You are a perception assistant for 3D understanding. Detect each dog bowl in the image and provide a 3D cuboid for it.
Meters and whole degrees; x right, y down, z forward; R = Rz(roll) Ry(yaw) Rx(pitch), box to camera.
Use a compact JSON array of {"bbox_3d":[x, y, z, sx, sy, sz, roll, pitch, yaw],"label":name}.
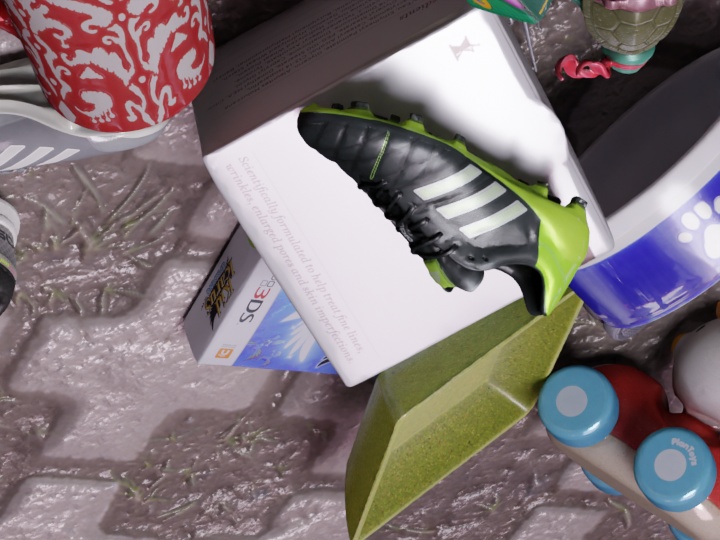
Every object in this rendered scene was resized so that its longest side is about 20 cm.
[{"bbox_3d":[0.212,-0.057,1.584,0.200,0.200,0.079,-39,103,20],"label":"dog bowl"}]

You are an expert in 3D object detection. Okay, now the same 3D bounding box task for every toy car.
[{"bbox_3d":[0.263,0.095,1.866,0.200,0.176,0.184,-54,154,-6],"label":"toy car"}]

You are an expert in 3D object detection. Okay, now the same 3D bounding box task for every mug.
[{"bbox_3d":[-0.166,-0.189,1.338,0.134,0.177,0.200,-51,154,-23],"label":"mug"}]

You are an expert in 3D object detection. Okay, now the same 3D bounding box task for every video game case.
[{"bbox_3d":[0.000,0.000,1.677,0.199,0.046,0.182,6,135,-32],"label":"video game case"}]

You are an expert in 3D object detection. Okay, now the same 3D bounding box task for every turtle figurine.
[{"bbox_3d":[0.170,-0.197,1.493,0.149,0.101,0.201,-11,135,-14],"label":"turtle figurine"}]

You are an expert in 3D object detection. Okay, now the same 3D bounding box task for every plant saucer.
[{"bbox_3d":[0.066,0.091,1.742,0.199,0.048,0.200,-34,159,-29],"label":"plant saucer"}]

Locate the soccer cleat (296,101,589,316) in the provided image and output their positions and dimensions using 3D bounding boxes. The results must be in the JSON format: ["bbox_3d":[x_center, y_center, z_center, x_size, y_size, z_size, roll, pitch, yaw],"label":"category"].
[{"bbox_3d":[0.046,-0.036,1.386,0.199,0.067,0.081,25,81,-21],"label":"soccer cleat"}]

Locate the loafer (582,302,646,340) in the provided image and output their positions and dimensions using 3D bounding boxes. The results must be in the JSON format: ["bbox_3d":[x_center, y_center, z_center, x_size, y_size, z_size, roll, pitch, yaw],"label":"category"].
[{"bbox_3d":[0.232,-0.042,1.728,0.200,0.063,0.072,-50,156,6],"label":"loafer"}]

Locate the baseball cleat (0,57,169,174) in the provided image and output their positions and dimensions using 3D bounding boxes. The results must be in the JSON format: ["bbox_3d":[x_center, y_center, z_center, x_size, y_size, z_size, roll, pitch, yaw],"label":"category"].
[{"bbox_3d":[-0.220,-0.085,1.462,0.199,0.070,0.107,2,143,-14],"label":"baseball cleat"}]

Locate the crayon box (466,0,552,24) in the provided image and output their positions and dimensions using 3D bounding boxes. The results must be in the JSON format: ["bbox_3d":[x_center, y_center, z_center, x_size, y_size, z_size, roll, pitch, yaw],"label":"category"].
[{"bbox_3d":[0.095,-0.257,1.328,0.119,0.058,0.201,36,78,-48],"label":"crayon box"}]

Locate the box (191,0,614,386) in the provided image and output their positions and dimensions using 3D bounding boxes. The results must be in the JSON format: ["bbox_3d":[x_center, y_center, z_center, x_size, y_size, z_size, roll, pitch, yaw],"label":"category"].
[{"bbox_3d":[0.024,-0.072,1.485,0.199,0.131,0.199,-28,120,6],"label":"box"}]

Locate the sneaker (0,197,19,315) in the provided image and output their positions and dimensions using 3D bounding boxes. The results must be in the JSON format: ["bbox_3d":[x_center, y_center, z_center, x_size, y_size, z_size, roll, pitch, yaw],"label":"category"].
[{"bbox_3d":[-0.306,0.003,1.494,0.199,0.088,0.074,-6,139,-20],"label":"sneaker"}]
